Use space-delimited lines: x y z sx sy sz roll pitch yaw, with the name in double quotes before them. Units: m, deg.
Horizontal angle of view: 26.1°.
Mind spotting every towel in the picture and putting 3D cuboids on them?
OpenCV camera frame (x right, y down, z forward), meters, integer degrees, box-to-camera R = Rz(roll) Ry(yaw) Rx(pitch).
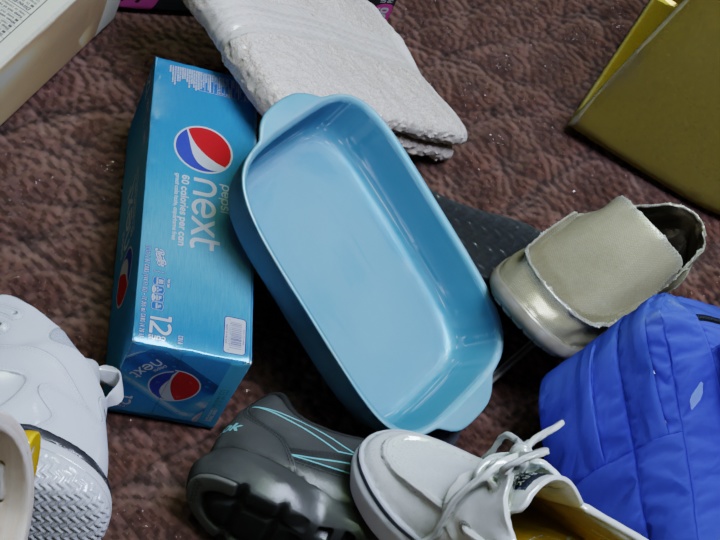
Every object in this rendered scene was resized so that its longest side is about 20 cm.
"towel" -0.020 -0.131 0.946 0.200 0.034 0.133 3 47 -55

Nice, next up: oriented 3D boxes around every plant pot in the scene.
"plant pot" 0.299 -0.139 1.050 0.200 0.196 0.194 40 48 -3

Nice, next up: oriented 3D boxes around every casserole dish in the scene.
"casserole dish" 0.000 0.000 0.834 0.121 0.039 0.200 -40 101 -41

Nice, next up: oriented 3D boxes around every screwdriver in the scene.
"screwdriver" 0.072 0.066 0.891 0.028 0.029 0.200 43 46 13

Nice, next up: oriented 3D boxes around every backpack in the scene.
"backpack" 0.193 0.110 0.805 0.162 0.168 0.200 31 33 -29

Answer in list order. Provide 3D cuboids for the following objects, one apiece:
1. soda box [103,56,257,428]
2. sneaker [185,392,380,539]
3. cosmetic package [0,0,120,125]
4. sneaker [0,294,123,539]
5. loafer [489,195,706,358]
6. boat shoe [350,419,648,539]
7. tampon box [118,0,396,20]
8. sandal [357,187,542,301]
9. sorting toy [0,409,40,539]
"soda box" -0.096 -0.019 0.850 0.064 0.068 0.200 13 50 -17
"sneaker" 0.014 0.128 0.780 0.200 0.075 0.079 31 44 0
"cosmetic package" -0.226 -0.144 0.890 0.105 0.071 0.200 34 48 3
"sneaker" -0.209 0.069 0.732 0.199 0.075 0.115 10 37 -3
"loafer" 0.144 -0.006 0.913 0.076 0.068 0.200 47 31 14
"boat shoe" 0.074 0.107 0.690 0.075 0.086 0.202 -22 40 -36
"tampon box" -0.064 -0.259 1.000 0.200 0.150 0.126 -2 54 -25
"sandal" 0.033 -0.013 0.926 0.200 0.048 0.075 22 46 -24
"sorting toy" -0.238 0.113 0.636 0.180 0.201 0.107 16 12 8
